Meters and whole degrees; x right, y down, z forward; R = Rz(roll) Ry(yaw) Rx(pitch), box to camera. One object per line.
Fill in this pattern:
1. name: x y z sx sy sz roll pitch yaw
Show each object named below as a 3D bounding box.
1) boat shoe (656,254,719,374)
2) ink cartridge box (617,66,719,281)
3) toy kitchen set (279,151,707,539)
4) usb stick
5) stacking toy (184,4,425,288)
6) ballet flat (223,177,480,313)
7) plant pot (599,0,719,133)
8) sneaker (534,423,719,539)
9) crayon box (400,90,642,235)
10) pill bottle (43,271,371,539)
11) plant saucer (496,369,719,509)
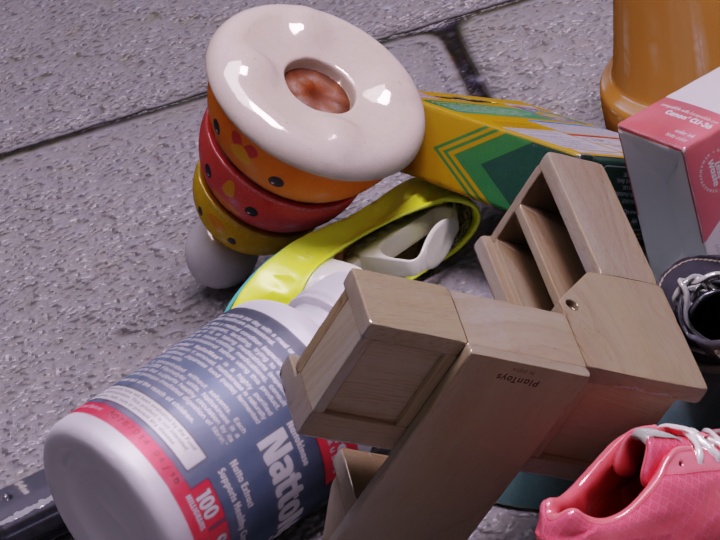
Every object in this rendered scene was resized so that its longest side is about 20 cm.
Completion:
1. boat shoe: 0.199 0.019 1.320 0.073 0.063 0.200 -44 22 -1
2. ink cartridge box: 0.260 -0.073 1.505 0.200 0.117 0.067 -30 30 -23
3. toy kitchen set: 0.034 0.042 1.320 0.200 0.163 0.180 12 39 -29
4. usb stick: -0.134 0.111 1.468 0.200 0.033 0.055 -26 30 -17
5. stacking toy: -0.058 -0.056 1.603 0.146 0.200 0.146 17 42 -16
6. ballet flat: 0.000 0.000 1.568 0.067 0.067 0.200 16 40 42
7. plant pot: 0.243 -0.173 1.626 0.200 0.183 0.200 -12 28 7
8. sneaker: 0.167 0.108 1.256 0.200 0.087 0.074 -31 32 -27
9. crayon box: 0.114 -0.068 1.588 0.126 0.052 0.200 2 14 -37
10. pill bottle: -0.063 0.086 1.384 0.200 0.120 0.120 -34 33 -30
11. plant saucer: 0.132 0.062 1.416 0.200 0.036 0.200 -13 27 7
